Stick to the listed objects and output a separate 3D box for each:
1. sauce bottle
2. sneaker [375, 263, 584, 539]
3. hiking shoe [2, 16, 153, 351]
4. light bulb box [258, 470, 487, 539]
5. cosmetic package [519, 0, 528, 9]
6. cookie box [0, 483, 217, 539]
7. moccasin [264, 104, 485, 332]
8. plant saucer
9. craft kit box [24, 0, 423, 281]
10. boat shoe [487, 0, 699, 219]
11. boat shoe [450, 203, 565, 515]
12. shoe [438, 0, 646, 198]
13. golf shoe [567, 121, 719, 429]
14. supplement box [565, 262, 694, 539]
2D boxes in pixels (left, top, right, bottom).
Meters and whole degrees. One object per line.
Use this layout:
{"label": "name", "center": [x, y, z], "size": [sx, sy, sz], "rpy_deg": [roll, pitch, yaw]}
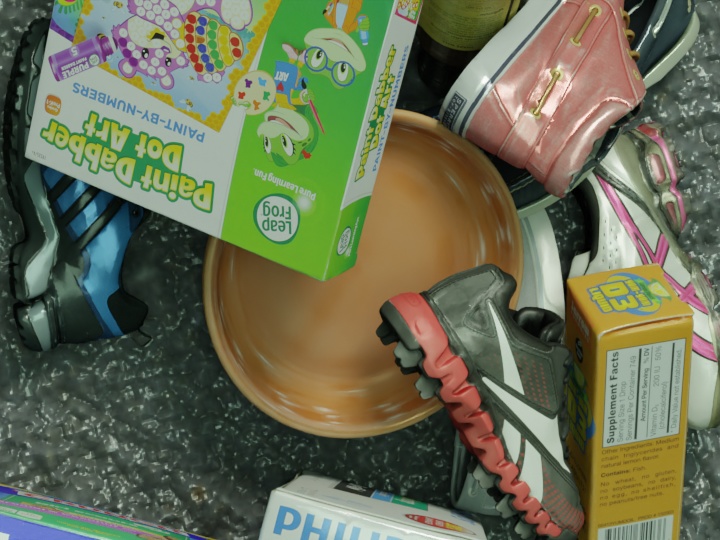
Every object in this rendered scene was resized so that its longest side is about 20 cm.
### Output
{"label": "sauce bottle", "center": [0.062, -0.161, 1.002], "size": [0.064, 0.200, 0.065], "rpy_deg": [2, 71, -4]}
{"label": "sneaker", "center": [0.094, 0.079, 1.005], "size": [0.098, 0.071, 0.201], "rpy_deg": [-34, 113, -4]}
{"label": "hiking shoe", "center": [-0.171, -0.053, 1.030], "size": [0.086, 0.074, 0.202], "rpy_deg": [-3, 101, -16]}
{"label": "light bulb box", "center": [-0.010, 0.230, 0.981], "size": [0.124, 0.198, 0.202], "rpy_deg": [14, 87, 3]}
{"label": "cosmetic package", "center": [0.085, -0.252, 0.997], "size": [0.071, 0.200, 0.105], "rpy_deg": [-41, 71, -9]}
{"label": "cookie box", "center": [-0.156, 0.175, 0.953], "size": [0.170, 0.200, 0.076], "rpy_deg": [14, 83, -4]}
{"label": "moccasin", "center": [0.011, -0.023, 1.059], "size": [0.080, 0.068, 0.200], "rpy_deg": [42, 83, -8]}
{"label": "plant saucer", "center": [0.000, 0.000, 1.008], "size": [0.198, 0.037, 0.202], "rpy_deg": [-6, 109, -17]}
{"label": "craft kit box", "center": [-0.073, -0.122, 0.907], "size": [0.199, 0.048, 0.199], "rpy_deg": [22, 113, 19]}
{"label": "boat shoe", "center": [0.140, -0.117, 1.072], "size": [0.200, 0.075, 0.062], "rpy_deg": [-44, 138, -9]}
{"label": "boat shoe", "center": [0.086, 0.056, 1.079], "size": [0.068, 0.072, 0.202], "rpy_deg": [1, 99, -13]}
{"label": "shoe", "center": [0.136, -0.129, 1.004], "size": [0.091, 0.072, 0.200], "rpy_deg": [37, 59, 8]}
{"label": "golf shoe", "center": [0.180, 0.010, 1.094], "size": [0.091, 0.073, 0.202], "rpy_deg": [-16, 83, -4]}
{"label": "supplement box", "center": [0.162, 0.099, 1.045], "size": [0.068, 0.067, 0.201], "rpy_deg": [-7, 121, -11]}
